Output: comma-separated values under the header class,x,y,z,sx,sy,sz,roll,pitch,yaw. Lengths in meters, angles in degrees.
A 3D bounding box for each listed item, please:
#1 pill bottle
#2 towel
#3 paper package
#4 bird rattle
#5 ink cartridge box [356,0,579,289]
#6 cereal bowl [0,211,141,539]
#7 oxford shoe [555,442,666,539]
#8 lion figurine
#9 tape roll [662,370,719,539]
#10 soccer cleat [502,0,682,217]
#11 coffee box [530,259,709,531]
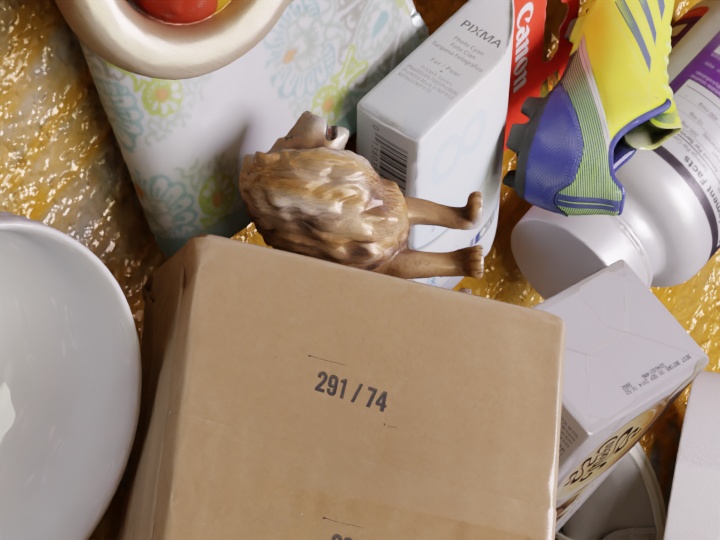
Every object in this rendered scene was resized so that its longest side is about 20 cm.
class,x,y,z,sx,sy,sz,roll,pitch,yaw
pill bottle,0.180,-0.061,1.677,0.200,0.111,0.112,-45,133,-27
towel,-0.055,-0.127,1.446,0.200,0.048,0.172,-42,129,-30
paper package,-0.012,0.100,1.390,0.199,0.103,0.191,13,66,-15
bird rattle,-0.094,-0.164,1.311,0.200,0.113,0.163,-39,116,-27
ink cartridge box,0.075,-0.084,1.562,0.200,0.047,0.160,-42,152,-29
cereal bowl,-0.201,0.063,1.326,0.200,0.083,0.201,-19,117,-42
oxford shoe,0.146,0.176,1.756,0.058,0.075,0.201,-33,132,-40
lion figurine,0.000,0.000,1.467,0.200,0.122,0.073,91,0,-55
tape roll,0.210,0.163,1.772,0.203,0.037,0.203,9,90,-82
soccer cleat,0.146,-0.102,1.585,0.065,0.083,0.200,91,22,-48
coffee box,0.088,0.096,1.576,0.113,0.080,0.200,-26,160,-44
